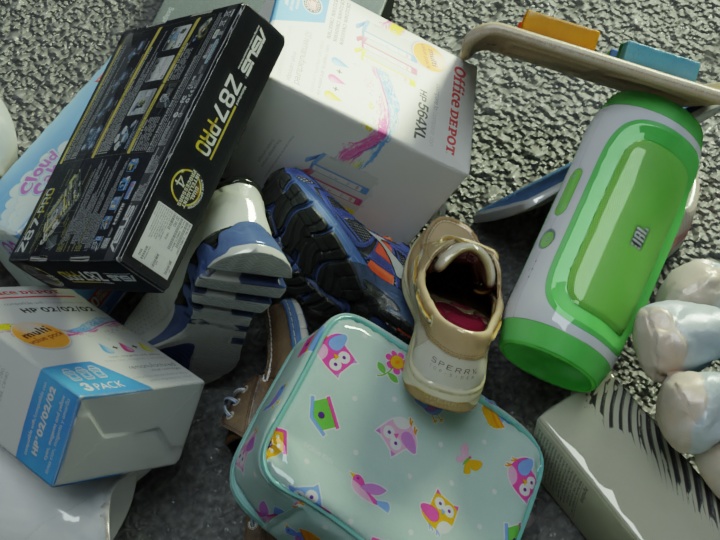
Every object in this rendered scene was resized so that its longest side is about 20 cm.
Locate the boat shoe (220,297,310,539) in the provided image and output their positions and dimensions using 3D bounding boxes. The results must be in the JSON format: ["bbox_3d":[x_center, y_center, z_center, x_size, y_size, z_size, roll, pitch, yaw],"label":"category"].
[{"bbox_3d":[-0.064,0.111,0.923,0.072,0.072,0.201,-7,57,0],"label":"boat shoe"}]

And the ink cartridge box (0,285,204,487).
[{"bbox_3d":[-0.220,0.064,0.881,0.199,0.115,0.068,29,107,33],"label":"ink cartridge box"}]

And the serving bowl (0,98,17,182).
[{"bbox_3d":[-0.321,-0.052,0.969,0.065,0.201,0.201,28,62,10],"label":"serving bowl"}]

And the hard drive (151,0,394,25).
[{"bbox_3d":[-0.083,-0.221,1.158,0.198,0.033,0.140,13,59,11],"label":"hard drive"}]

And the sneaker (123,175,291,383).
[{"bbox_3d":[-0.114,-0.003,0.934,0.080,0.199,0.116,13,51,-29],"label":"sneaker"}]

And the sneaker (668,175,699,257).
[{"bbox_3d":[0.189,-0.014,0.972,0.075,0.105,0.200,38,67,20],"label":"sneaker"}]

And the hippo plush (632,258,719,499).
[{"bbox_3d":[0.291,0.059,0.822,0.200,0.161,0.160,37,46,-15],"label":"hippo plush"}]

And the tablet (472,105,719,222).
[{"bbox_3d":[0.192,-0.087,1.014,0.199,0.130,0.014,-28,94,-14],"label":"tablet"}]

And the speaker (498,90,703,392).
[{"bbox_3d":[0.168,-0.021,0.886,0.088,0.089,0.201,22,74,16],"label":"speaker"}]

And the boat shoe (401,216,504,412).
[{"bbox_3d":[0.069,0.012,0.881,0.073,0.070,0.201,15,32,-7],"label":"boat shoe"}]

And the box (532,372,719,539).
[{"bbox_3d":[0.201,0.173,0.866,0.068,0.082,0.200,-29,62,-17],"label":"box"}]

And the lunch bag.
[{"bbox_3d":[0.023,0.133,0.861,0.199,0.077,0.161,36,52,-12],"label":"lunch bag"}]

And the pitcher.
[{"bbox_3d":[-0.250,0.141,0.899,0.198,0.122,0.172,16,38,1],"label":"pitcher"}]

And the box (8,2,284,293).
[{"bbox_3d":[-0.151,-0.083,0.887,0.160,0.049,0.201,1,62,47],"label":"box"}]

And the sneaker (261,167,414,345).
[{"bbox_3d":[0.000,0.000,0.961,0.200,0.075,0.079,49,40,-14],"label":"sneaker"}]

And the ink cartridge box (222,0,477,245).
[{"bbox_3d":[-0.005,-0.111,0.988,0.199,0.125,0.129,23,47,-17],"label":"ink cartridge box"}]

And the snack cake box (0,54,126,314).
[{"bbox_3d":[-0.200,-0.068,1.011,0.067,0.115,0.201,14,57,36],"label":"snack cake box"}]

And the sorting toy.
[{"bbox_3d":[0.174,-0.156,0.946,0.198,0.185,0.037,13,97,2],"label":"sorting toy"}]
